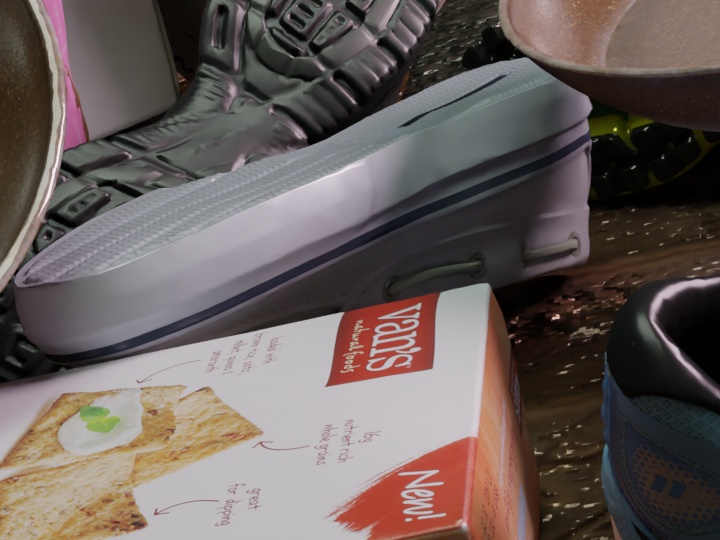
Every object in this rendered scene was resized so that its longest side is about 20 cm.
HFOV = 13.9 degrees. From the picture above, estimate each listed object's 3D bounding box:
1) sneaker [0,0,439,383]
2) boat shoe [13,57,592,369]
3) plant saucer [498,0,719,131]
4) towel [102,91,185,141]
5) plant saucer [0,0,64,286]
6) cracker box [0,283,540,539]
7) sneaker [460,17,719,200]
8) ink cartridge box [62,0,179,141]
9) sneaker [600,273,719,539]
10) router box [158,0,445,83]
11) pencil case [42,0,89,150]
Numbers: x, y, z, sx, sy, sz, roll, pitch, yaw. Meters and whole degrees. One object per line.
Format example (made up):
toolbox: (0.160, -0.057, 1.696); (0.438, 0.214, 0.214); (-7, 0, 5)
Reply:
sneaker: (-0.045, -0.010, 0.834); (0.076, 0.091, 0.200); (35, 62, 16)
boat shoe: (0.000, 0.000, 0.754); (0.073, 0.067, 0.200); (-4, 15, 47)
plant saucer: (0.131, -0.084, 0.705); (0.200, 0.032, 0.200); (-21, 22, 9)
towel: (-0.115, -0.018, 0.982); (0.200, 0.031, 0.149); (-5, 23, 20)
plant saucer: (-0.169, -0.026, 0.686); (0.200, 0.032, 0.201); (1, 53, -2)
cracker box: (-0.063, 0.068, 0.631); (0.200, 0.058, 0.134); (-11, 18, 8)
sneaker: (0.129, -0.072, 0.862); (0.200, 0.078, 0.085); (-2, 22, 35)
ink cartridge box: (-0.183, -0.068, 0.989); (0.200, 0.085, 0.144); (-24, 23, -30)
sneaker: (0.138, 0.015, 0.550); (0.200, 0.090, 0.078); (-16, 45, 9)
router box: (-0.082, -0.146, 1.019); (0.049, 0.200, 0.179); (-54, 20, -14)
pencil case: (-0.125, -0.063, 0.827); (0.086, 0.200, 0.083); (-12, 34, -1)
